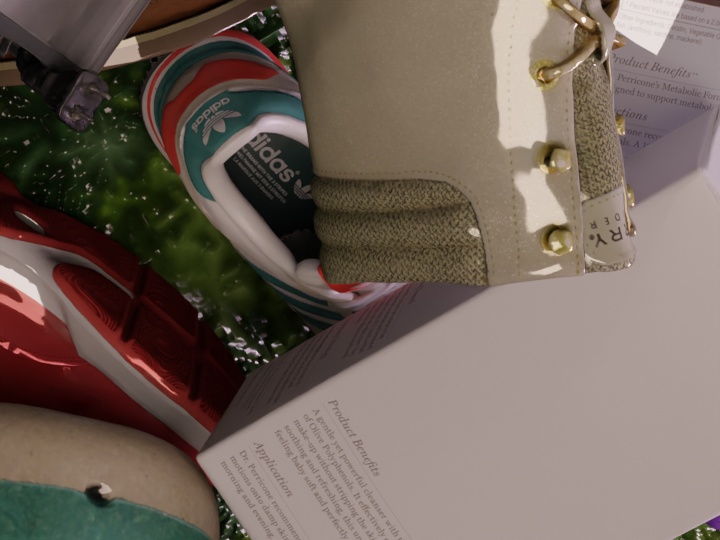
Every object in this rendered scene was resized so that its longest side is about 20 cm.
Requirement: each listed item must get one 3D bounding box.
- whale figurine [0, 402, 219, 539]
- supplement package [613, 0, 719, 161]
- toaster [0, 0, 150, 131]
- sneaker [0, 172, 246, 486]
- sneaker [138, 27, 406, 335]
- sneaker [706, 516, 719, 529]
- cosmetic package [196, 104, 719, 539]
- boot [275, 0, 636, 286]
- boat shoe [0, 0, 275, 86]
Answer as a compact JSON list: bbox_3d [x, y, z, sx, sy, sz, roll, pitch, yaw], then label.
[{"bbox_3d":[-0.131,0.120,0.895,0.159,0.104,0.200,15,152,-25],"label":"whale figurine"},{"bbox_3d":[0.130,-0.132,0.889,0.109,0.114,0.201,9,110,-15],"label":"supplement package"},{"bbox_3d":[-0.113,-0.149,0.790,0.129,0.200,0.114,-51,149,4],"label":"toaster"},{"bbox_3d":[-0.137,0.035,0.928,0.200,0.078,0.116,40,107,-12],"label":"sneaker"},{"bbox_3d":[0.000,-0.001,0.923,0.070,0.093,0.200,-42,115,6],"label":"sneaker"},{"bbox_3d":[0.056,0.087,0.944,0.200,0.089,0.080,-23,148,12],"label":"sneaker"},{"bbox_3d":[0.060,0.045,0.844,0.200,0.085,0.108,-29,100,18],"label":"cosmetic package"},{"bbox_3d":[0.060,-0.078,0.667,0.199,0.072,0.155,-10,96,29],"label":"boot"},{"bbox_3d":[-0.050,-0.123,0.881,0.200,0.072,0.068,-22,112,-15],"label":"boat shoe"}]
